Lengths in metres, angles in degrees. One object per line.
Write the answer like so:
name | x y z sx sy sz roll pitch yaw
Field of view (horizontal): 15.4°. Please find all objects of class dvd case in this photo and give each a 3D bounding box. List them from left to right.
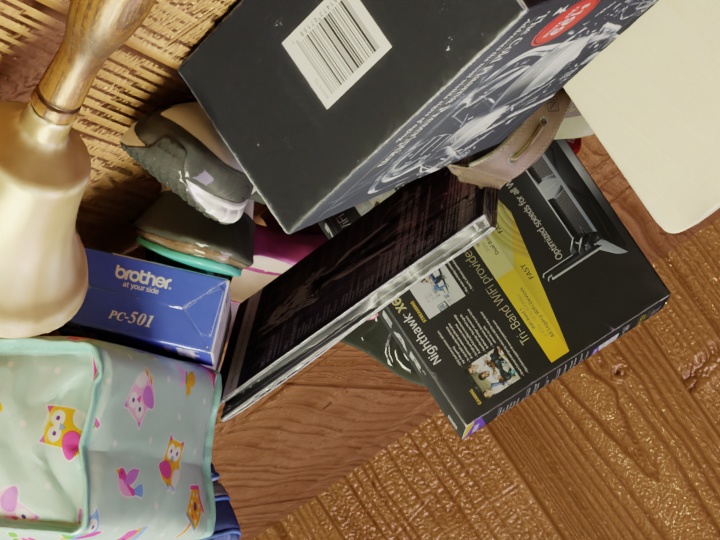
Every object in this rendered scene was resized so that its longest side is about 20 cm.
dvd case | 0.000 0.000 1.561 0.200 0.016 0.149 -35 -164 17

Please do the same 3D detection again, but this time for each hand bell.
hand bell | -0.123 -0.075 1.111 0.104 0.104 0.200 -24 155 -49

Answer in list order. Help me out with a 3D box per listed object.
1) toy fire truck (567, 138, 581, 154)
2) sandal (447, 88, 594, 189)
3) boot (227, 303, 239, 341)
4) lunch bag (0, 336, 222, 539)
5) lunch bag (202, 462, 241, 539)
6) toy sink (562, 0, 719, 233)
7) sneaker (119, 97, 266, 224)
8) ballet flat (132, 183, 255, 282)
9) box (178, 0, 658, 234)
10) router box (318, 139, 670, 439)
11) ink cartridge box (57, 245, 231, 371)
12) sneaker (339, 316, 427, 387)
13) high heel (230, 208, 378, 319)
toy fire truck | 0.104 -0.032 1.828 0.112 0.168 0.200 -38 170 26
sandal | 0.087 -0.079 1.489 0.201 0.057 0.080 -11 158 -39
boot | -0.163 0.079 1.824 0.200 0.064 0.186 -35 170 -21
lunch bag | -0.196 0.089 1.442 0.199 0.122 0.170 2 173 22
lunch bag | -0.172 0.161 1.654 0.200 0.133 0.136 -30 168 25
toy sink | 0.175 -0.143 1.382 0.112 0.200 0.130 -24 166 -46
sneaker | -0.059 -0.076 1.375 0.080 0.074 0.200 -52 171 16
ballet flat | -0.092 -0.028 1.487 0.200 0.068 0.069 153 -47 -80
box | 0.047 -0.131 1.295 0.182 0.104 0.200 -26 169 -47
router box | 0.076 -0.019 1.684 0.157 0.200 0.052 -32 170 -8
ink cartridge box | -0.123 0.025 1.506 0.200 0.094 0.044 113 -10 -83
sneaker | 0.025 0.017 1.839 0.114 0.199 0.076 -36 136 -54
high heel | -0.069 0.015 1.684 0.067 0.096 0.200 -38 171 37
